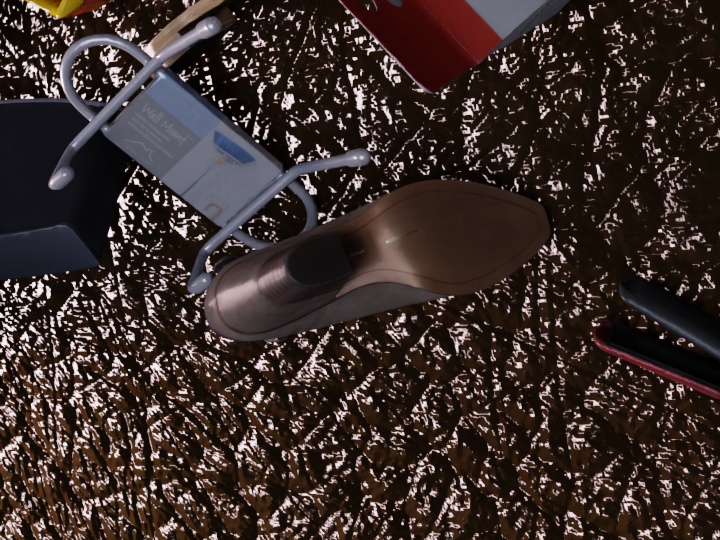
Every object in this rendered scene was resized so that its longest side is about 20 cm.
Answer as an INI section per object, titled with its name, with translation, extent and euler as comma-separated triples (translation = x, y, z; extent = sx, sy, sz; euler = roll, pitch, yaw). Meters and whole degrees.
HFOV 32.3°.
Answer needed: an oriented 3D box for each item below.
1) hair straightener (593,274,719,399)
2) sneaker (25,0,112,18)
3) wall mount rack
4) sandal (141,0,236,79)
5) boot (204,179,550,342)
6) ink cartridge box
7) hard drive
[hair straightener]
translation = 0.239, 0.051, 0.714
extent = 0.200, 0.041, 0.077
euler = 27, 120, 14
[sneaker]
translation = -0.250, -0.228, 0.818
extent = 0.200, 0.077, 0.073
euler = 25, 121, 17
[wall mount rack]
translation = -0.092, -0.076, 0.768
extent = 0.200, 0.075, 0.174
euler = 39, 123, -21
[sandal]
translation = -0.079, -0.196, 0.749
extent = 0.212, 0.078, 0.070
euler = -32, 96, 38
[boot]
translation = 0.000, 0.000, 0.779
extent = 0.146, 0.200, 0.070
euler = 147, 112, -65
[ink cartridge box]
translation = 0.030, -0.183, 0.626
extent = 0.162, 0.200, 0.050
euler = 47, 122, 2
[hard drive]
translation = -0.259, -0.058, 0.858
extent = 0.200, 0.135, 0.042
euler = -3, 150, 21
